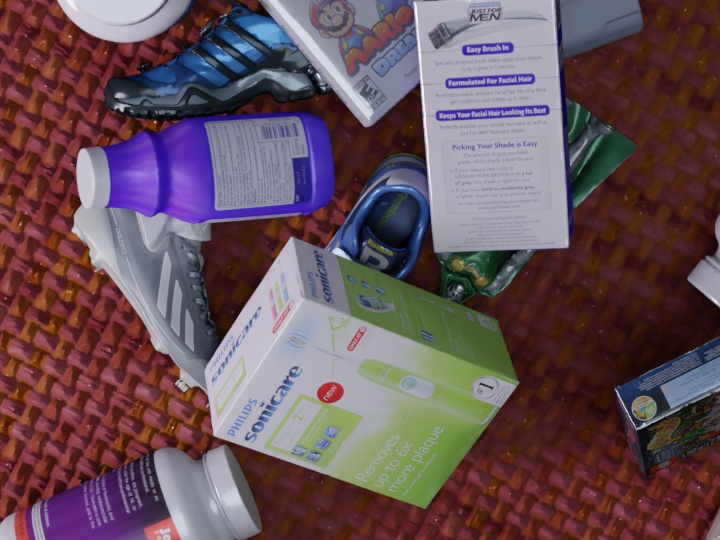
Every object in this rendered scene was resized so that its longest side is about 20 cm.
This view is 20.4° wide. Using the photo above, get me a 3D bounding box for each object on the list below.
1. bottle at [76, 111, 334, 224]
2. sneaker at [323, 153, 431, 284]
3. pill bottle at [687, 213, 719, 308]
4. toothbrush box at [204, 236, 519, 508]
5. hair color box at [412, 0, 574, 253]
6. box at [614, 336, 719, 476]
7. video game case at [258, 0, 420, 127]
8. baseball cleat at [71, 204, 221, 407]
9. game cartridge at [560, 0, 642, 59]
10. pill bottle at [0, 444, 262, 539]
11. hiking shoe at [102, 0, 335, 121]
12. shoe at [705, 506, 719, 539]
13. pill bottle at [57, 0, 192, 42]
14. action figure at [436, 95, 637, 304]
[{"bbox_3d":[-0.121,-0.078,1.566,0.199,0.065,0.084,-6,85,-23],"label":"bottle"},{"bbox_3d":[0.000,0.000,1.606,0.074,0.082,0.201,25,98,-7],"label":"sneaker"},{"bbox_3d":[0.357,-0.042,1.597,0.112,0.112,0.200,39,95,-7],"label":"pill bottle"},{"bbox_3d":[-0.001,0.083,1.567,0.199,0.086,0.146,23,118,-24],"label":"toothbrush box"},{"bbox_3d":[0.104,-0.118,1.539,0.109,0.065,0.201,-2,109,10],"label":"hair color box"},{"bbox_3d":[0.273,0.100,1.574,0.136,0.200,0.038,-27,71,2],"label":"box"},{"bbox_3d":[0.019,-0.245,1.572,0.200,0.024,0.182,-43,99,-13],"label":"video game case"},{"bbox_3d":[-0.143,0.010,1.609,0.106,0.070,0.200,-38,99,4],"label":"baseball cleat"},{"bbox_3d":[0.135,-0.263,1.574,0.132,0.041,0.201,-21,97,-13],"label":"game cartridge"},{"bbox_3d":[-0.185,0.216,1.616,0.199,0.112,0.113,-24,99,2],"label":"pill bottle"},{"bbox_3d":[-0.109,-0.169,1.589,0.199,0.074,0.087,-10,92,-10],"label":"hiking shoe"},{"bbox_3d":[0.313,0.248,1.668,0.070,0.053,0.201,32,96,-6],"label":"shoe"},{"bbox_3d":[-0.176,-0.228,1.505,0.111,0.200,0.113,0,99,-1],"label":"pill bottle"},{"bbox_3d":[0.124,-0.049,1.620,0.118,0.055,0.200,33,100,-9],"label":"action figure"}]
